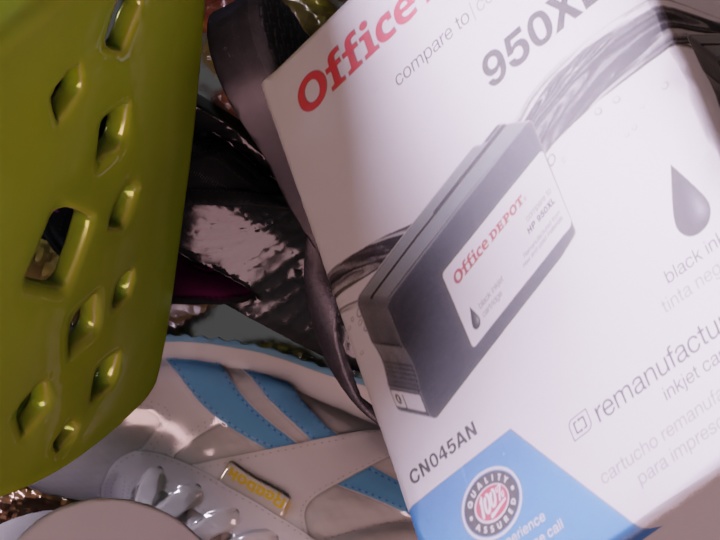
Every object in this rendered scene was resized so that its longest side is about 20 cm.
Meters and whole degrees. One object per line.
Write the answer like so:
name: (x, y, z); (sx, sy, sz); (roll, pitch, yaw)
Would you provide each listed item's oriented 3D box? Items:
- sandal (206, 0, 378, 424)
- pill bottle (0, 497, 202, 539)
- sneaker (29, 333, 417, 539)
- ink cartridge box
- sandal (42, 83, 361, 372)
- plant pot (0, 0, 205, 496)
sandal: (0.000, -0.001, 0.899); (0.043, 0.076, 0.201); (-26, 107, 15)
pill bottle: (-0.109, 0.149, 0.949); (0.112, 0.112, 0.200); (22, 151, -11)
sneaker: (-0.033, 0.080, 0.960); (0.199, 0.081, 0.077); (10, 146, -3)
ink cartridge box: (0.068, -0.009, 0.771); (0.084, 0.201, 0.145); (11, 139, -44)
sandal: (-0.055, -0.016, 0.930); (0.200, 0.048, 0.075); (22, 120, -12)
plant pot: (-0.174, -0.026, 0.822); (0.198, 0.182, 0.201); (16, 123, 13)
